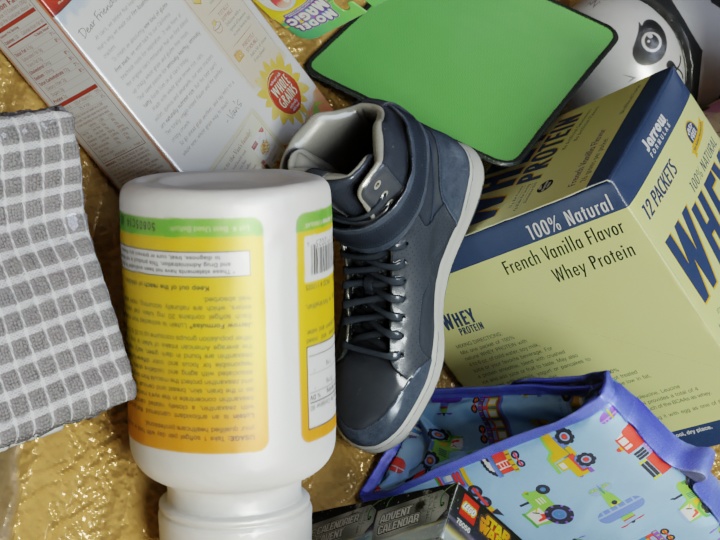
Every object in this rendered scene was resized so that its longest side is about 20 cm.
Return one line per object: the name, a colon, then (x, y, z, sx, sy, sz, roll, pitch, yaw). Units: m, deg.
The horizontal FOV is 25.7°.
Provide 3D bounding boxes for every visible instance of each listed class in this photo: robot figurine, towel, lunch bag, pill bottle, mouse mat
robot figurine: (0.226, -0.165, 1.235, 0.150, 0.125, 0.200, 46, 39, 17)
towel: (-0.204, 0.012, 0.752, 0.200, 0.085, 0.166, -19, 90, -48)
lunch bag: (0.127, 0.135, 0.965, 0.151, 0.200, 0.094, 46, 48, -25)
pill bottle: (-0.069, 0.051, 0.834, 0.111, 0.111, 0.201, -11, 104, -47)
mouse mat: (0.074, -0.151, 1.084, 0.161, 0.008, 0.200, 27, 44, 14)

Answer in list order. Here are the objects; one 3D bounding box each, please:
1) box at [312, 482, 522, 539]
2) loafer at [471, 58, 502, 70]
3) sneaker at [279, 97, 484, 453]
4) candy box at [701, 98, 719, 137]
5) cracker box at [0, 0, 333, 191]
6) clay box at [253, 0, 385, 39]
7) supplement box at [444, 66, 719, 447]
box: (0.065, 0.203, 0.923, 0.200, 0.137, 0.040, 44, 48, -27)
loafer: (0.123, -0.078, 1.150, 0.200, 0.072, 0.063, 54, 26, -23)
sneaker: (-0.001, -0.001, 0.928, 0.146, 0.077, 0.203, 27, 74, -59)
candy box: (0.264, -0.014, 1.193, 0.168, 0.071, 0.201, -27, 125, -46)
cracker box: (-0.112, -0.117, 0.915, 0.200, 0.058, 0.134, 52, 45, -20)
clay box: (-0.059, -0.235, 0.972, 0.200, 0.115, 0.048, 40, 49, -30)
supplement box: (0.160, 0.010, 1.047, 0.200, 0.200, 0.134, 53, 44, -17)
